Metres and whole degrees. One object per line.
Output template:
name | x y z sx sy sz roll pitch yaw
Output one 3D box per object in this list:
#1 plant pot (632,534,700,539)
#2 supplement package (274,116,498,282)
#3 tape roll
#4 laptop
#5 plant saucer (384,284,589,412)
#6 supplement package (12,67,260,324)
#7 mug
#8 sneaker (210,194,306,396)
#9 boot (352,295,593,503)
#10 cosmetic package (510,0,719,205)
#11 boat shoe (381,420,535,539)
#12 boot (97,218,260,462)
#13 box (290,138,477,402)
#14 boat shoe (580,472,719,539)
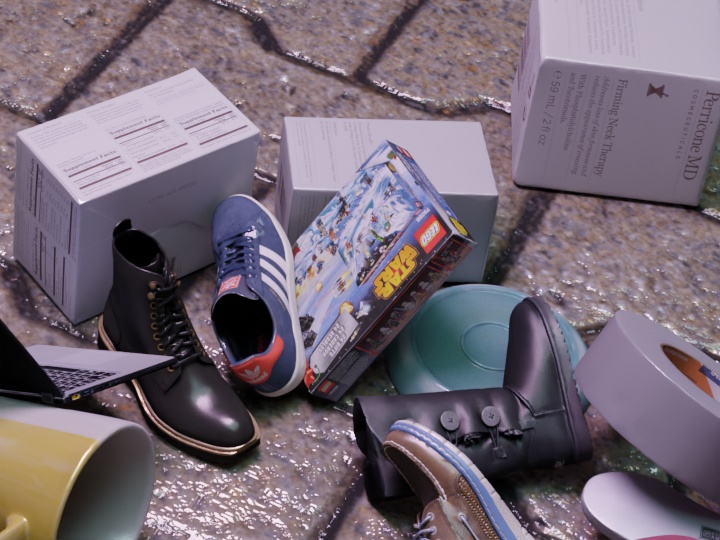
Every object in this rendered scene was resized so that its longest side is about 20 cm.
plant pot | 0.277 0.295 1.395 0.178 0.201 0.200 -2 41 -35
supplement package | 0.022 -0.068 1.782 0.199 0.118 0.117 1 41 -9
tape roll | 0.282 0.121 1.587 0.200 0.066 0.200 34 14 -10
laptop | -0.291 0.042 1.518 0.187 0.117 0.200 3 14 41
plant saucer | 0.123 0.078 1.710 0.199 0.028 0.201 6 43 -5
supplement package | -0.211 -0.071 1.713 0.199 0.156 0.111 -24 54 -32
mug | -0.270 0.164 1.445 0.152 0.187 0.150 18 78 21
sneaker | -0.104 0.012 1.650 0.075 0.084 0.201 -29 61 20
boot | 0.087 0.111 1.610 0.199 0.066 0.166 -10 62 -12
cosmetic package | 0.269 -0.191 1.924 0.199 0.168 0.167 7 41 -2
boat shoe | 0.081 0.210 1.496 0.072 0.072 0.200 -40 79 -22
boot | -0.161 0.062 1.591 0.200 0.139 0.077 38 49 27
box | 0.000 0.000 1.658 0.040 0.200 0.137 23 25 -46
boat shoe | 0.279 0.232 1.550 0.199 0.057 0.069 20 52 11
